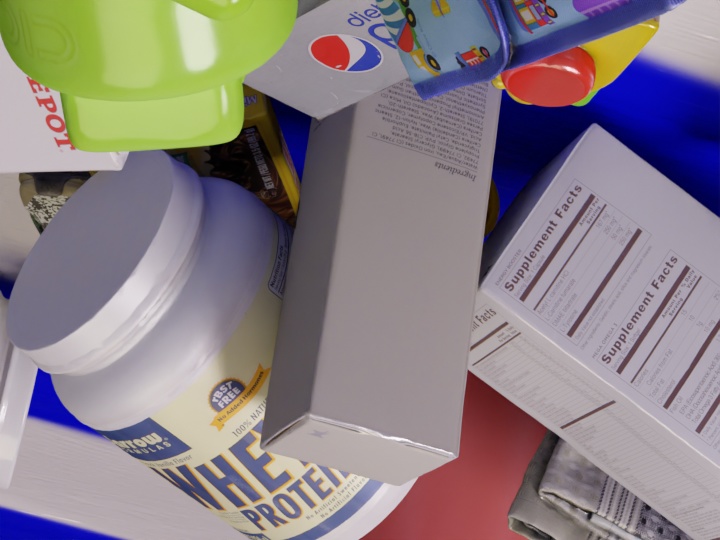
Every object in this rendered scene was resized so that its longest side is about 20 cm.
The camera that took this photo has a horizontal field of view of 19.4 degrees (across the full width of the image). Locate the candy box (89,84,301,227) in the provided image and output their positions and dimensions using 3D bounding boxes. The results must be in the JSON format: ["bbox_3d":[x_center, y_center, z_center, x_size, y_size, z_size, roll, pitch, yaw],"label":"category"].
[{"bbox_3d":[-0.083,-0.036,1.162,0.102,0.026,0.200,-10,153,5],"label":"candy box"}]

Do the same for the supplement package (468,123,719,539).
[{"bbox_3d":[0.152,0.039,1.070,0.200,0.110,0.114,37,160,-3],"label":"supplement package"}]

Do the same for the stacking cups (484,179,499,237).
[{"bbox_3d":[0.000,0.000,1.171,0.060,0.061,0.200,20,146,-22],"label":"stacking cups"}]

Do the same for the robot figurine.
[{"bbox_3d":[-0.084,-0.144,0.783,0.116,0.176,0.200,-3,122,2],"label":"robot figurine"}]

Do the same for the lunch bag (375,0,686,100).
[{"bbox_3d":[0.047,-0.153,0.755,0.200,0.094,0.151,-16,103,57],"label":"lunch bag"}]

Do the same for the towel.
[{"bbox_3d":[0.199,0.109,1.152,0.192,0.200,0.035,31,147,0],"label":"towel"}]

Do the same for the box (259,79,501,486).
[{"bbox_3d":[0.011,-0.005,1.016,0.082,0.200,0.068,18,156,-19],"label":"box"}]

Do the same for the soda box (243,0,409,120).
[{"bbox_3d":[0.021,-0.131,0.902,0.068,0.064,0.200,24,152,-32],"label":"soda box"}]

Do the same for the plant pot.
[{"bbox_3d":[0.057,0.110,1.281,0.200,0.178,0.200,8,156,4],"label":"plant pot"}]

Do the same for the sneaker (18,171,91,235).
[{"bbox_3d":[-0.157,0.007,1.235,0.077,0.089,0.200,4,155,11],"label":"sneaker"}]

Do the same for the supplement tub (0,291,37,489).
[{"bbox_3d":[-0.309,0.059,1.339,0.200,0.141,0.140,13,155,-9],"label":"supplement tub"}]

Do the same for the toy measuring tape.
[{"bbox_3d":[0.094,-0.123,0.892,0.073,0.074,0.200,14,155,-11],"label":"toy measuring tape"}]

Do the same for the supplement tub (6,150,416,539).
[{"bbox_3d":[-0.068,0.043,1.089,0.145,0.145,0.200,-17,133,45],"label":"supplement tub"}]

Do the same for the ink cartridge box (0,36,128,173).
[{"bbox_3d":[-0.202,-0.120,0.935,0.200,0.084,0.146,0,134,19],"label":"ink cartridge box"}]
